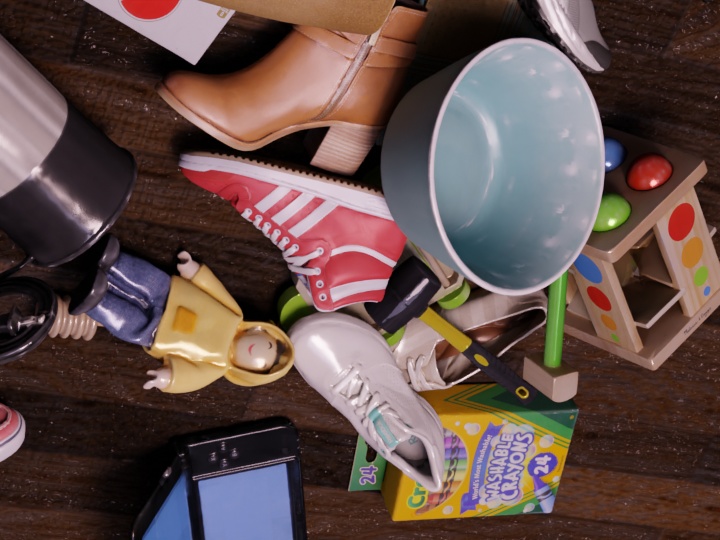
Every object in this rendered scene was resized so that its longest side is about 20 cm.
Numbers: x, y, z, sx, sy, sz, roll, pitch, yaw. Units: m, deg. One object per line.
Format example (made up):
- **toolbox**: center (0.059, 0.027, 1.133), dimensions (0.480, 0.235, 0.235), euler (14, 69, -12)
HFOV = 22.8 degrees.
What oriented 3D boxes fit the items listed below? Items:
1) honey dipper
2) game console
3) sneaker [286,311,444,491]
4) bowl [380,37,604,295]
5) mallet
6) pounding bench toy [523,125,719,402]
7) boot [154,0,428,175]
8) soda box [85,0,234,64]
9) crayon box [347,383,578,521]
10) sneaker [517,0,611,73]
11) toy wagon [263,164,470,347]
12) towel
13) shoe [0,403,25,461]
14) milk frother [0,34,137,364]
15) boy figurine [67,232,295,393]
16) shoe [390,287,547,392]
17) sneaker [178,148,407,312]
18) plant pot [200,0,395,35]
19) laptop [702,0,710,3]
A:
- **honey dipper**: center (-0.180, 0.047, 1.537), dimensions (0.199, 0.038, 0.038), euler (7, 120, -25)
- **game console**: center (-0.126, 0.259, 1.644), dimensions (0.175, 0.117, 0.201), euler (-10, 126, -11)
- **sneaker**: center (0.014, 0.117, 1.560), dimensions (0.075, 0.089, 0.200), euler (-38, 118, 14)
- **bowl**: center (0.093, -0.084, 1.427), dimensions (0.200, 0.105, 0.202), euler (-4, 97, -41)
- **mallet**: center (0.094, 0.055, 1.572), dimensions (0.199, 0.041, 0.066), euler (30, 107, -30)
- **pounding bench toy**: center (0.201, -0.004, 1.523), dimensions (0.200, 0.124, 0.156), euler (-42, 129, -20)
- **boot**: center (-0.052, -0.171, 1.413), dimensions (0.199, 0.074, 0.155), euler (12, 116, -32)
- **soda box**: center (-0.188, -0.236, 1.325), dimensions (0.199, 0.064, 0.068), euler (29, 111, -30)
- **crayon box**: center (0.097, 0.172, 1.698), dimensions (0.199, 0.052, 0.126), euler (0, 123, -17)
- **sneaker**: center (0.158, -0.238, 1.411), dimensions (0.079, 0.074, 0.200), euler (-36, 125, -1)
- **toy wagon**: center (0.000, 0.000, 1.559), dimensions (0.199, 0.040, 0.155), euler (-31, 126, 5)
- **towel**: center (0.103, -0.185, 1.481), dimensions (0.146, 0.022, 0.201), euler (9, 118, -24)
- **shoe**: center (-0.383, 0.118, 1.494), dimensions (0.199, 0.072, 0.091), euler (-3, 129, -10)
- **milk frother**: center (-0.287, -0.061, 1.328), dimensions (0.180, 0.200, 0.188), euler (-36, 126, 13)
- **boy figurine**: center (-0.146, 0.050, 1.498), dimensions (0.199, 0.125, 0.064), euler (29, 150, -19)
- **shoe**: center (0.081, 0.065, 1.619), dimensions (0.199, 0.053, 0.070), euler (-27, 127, 1)
- **sneaker**: center (-0.061, -0.031, 1.464), dimensions (0.199, 0.071, 0.113), euler (14, 98, -7)
- **plant pot**: center (-0.086, -0.260, 1.249), dimensions (0.199, 0.187, 0.187), euler (-2, 123, -18)
- **laptop**: center (0.287, -0.347, 1.437), dimensions (0.187, 0.116, 0.200), euler (-43, 153, 13)
